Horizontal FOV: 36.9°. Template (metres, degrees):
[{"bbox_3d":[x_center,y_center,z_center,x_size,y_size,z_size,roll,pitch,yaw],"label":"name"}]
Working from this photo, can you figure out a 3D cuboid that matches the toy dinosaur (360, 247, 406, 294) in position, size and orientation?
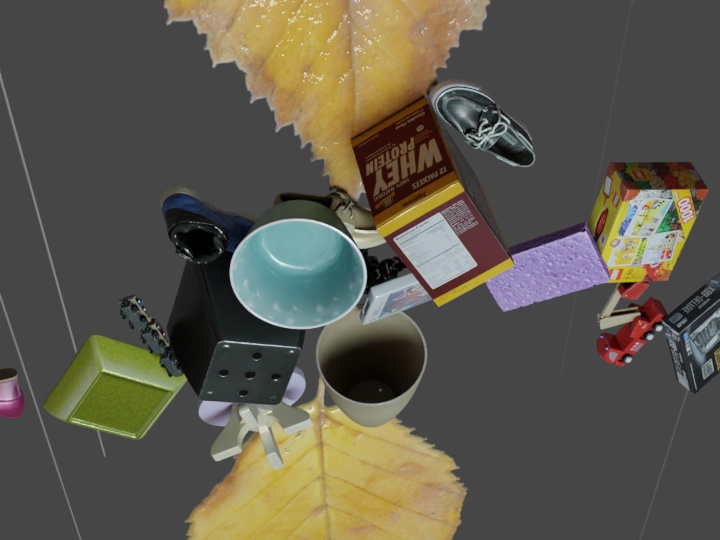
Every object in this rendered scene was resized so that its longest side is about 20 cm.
[{"bbox_3d":[0.000,0.000,1.735,0.199,0.102,0.136,-39,161,4],"label":"toy dinosaur"}]

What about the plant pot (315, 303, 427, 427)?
[{"bbox_3d":[0.017,0.189,1.861,0.185,0.189,0.201,-10,148,-6],"label":"plant pot"}]

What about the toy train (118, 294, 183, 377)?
[{"bbox_3d":[-0.337,0.103,1.754,0.034,0.046,0.201,-11,137,16],"label":"toy train"}]

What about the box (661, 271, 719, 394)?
[{"bbox_3d":[0.648,0.116,2.009,0.157,0.050,0.201,-37,135,-9],"label":"box"}]

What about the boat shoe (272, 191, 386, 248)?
[{"bbox_3d":[-0.038,-0.083,1.647,0.198,0.073,0.065,6,133,-13],"label":"boat shoe"}]

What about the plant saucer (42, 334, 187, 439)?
[{"bbox_3d":[-0.411,0.214,1.838,0.199,0.048,0.200,21,124,-31],"label":"plant saucer"}]

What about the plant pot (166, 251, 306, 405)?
[{"bbox_3d":[-0.186,0.099,1.702,0.198,0.178,0.201,7,130,-21],"label":"plant pot"}]

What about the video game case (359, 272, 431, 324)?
[{"bbox_3d":[0.100,0.027,1.738,0.198,0.023,0.182,-20,167,-11],"label":"video game case"}]

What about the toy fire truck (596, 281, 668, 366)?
[{"bbox_3d":[0.482,0.087,1.968,0.140,0.049,0.201,17,127,-28],"label":"toy fire truck"}]

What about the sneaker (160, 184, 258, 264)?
[{"bbox_3d":[-0.207,-0.044,1.605,0.199,0.112,0.077,30,119,-36],"label":"sneaker"}]

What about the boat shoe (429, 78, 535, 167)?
[{"bbox_3d":[0.184,-0.210,1.587,0.073,0.068,0.199,-40,130,22],"label":"boat shoe"}]

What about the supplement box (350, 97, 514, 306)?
[{"bbox_3d":[0.104,-0.100,1.579,0.132,0.198,0.200,-28,134,13],"label":"supplement box"}]

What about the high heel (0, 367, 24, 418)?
[{"bbox_3d":[-0.653,0.218,1.761,0.198,0.067,0.097,-12,126,-23],"label":"high heel"}]

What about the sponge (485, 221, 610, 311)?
[{"bbox_3d":[0.303,-0.003,1.790,0.198,0.030,0.112,-19,123,27],"label":"sponge"}]

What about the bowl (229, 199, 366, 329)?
[{"bbox_3d":[-0.090,-0.023,1.584,0.198,0.106,0.202,-1,128,-1],"label":"bowl"}]

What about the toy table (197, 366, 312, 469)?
[{"bbox_3d":[-0.184,0.256,1.894,0.199,0.118,0.184,-29,134,11],"label":"toy table"}]

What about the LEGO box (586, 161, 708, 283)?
[{"bbox_3d":[0.463,-0.079,1.784,0.147,0.078,0.201,-2,133,-14],"label":"LEGO box"}]
